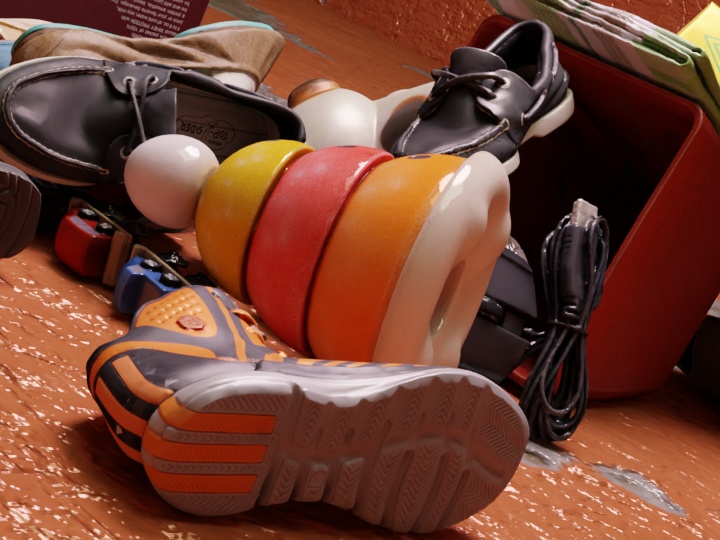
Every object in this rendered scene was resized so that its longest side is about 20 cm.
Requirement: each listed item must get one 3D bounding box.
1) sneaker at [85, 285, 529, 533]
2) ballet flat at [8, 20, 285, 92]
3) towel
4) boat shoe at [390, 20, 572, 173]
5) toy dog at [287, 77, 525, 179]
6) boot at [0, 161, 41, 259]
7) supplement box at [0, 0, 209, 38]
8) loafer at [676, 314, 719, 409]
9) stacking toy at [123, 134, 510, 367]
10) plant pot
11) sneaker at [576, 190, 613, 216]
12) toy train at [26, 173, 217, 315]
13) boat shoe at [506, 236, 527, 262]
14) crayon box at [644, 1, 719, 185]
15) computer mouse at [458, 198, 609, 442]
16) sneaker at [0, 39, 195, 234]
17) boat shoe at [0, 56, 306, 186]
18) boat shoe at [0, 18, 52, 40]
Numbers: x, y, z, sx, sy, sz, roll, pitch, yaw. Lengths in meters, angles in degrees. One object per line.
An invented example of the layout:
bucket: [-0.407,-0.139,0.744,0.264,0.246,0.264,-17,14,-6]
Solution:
sneaker: [-0.024,0.050,0.677,0.199,0.078,0.112,13,16,-39]
ballet flat: [-0.117,-0.109,0.966,0.199,0.068,0.073,-6,62,-46]
towel: [0.171,-0.138,1.054,0.200,0.031,0.149,34,-4,41]
boat shoe: [0.071,-0.100,0.934,0.074,0.067,0.199,9,26,33]
toy dog: [0.033,-0.083,1.225,0.198,0.141,0.194,0,-9,12]
boot: [-0.270,-0.078,0.805,0.164,0.066,0.200,23,11,-44]
supplement box: [-0.233,-0.240,1.264,0.196,0.201,0.133,12,16,-42]
loafer: [0.273,0.075,1.167,0.069,0.076,0.200,14,4,-14]
stacking toy: [-0.035,-0.021,0.817,0.199,0.147,0.146,23,11,13]
plant pot: [0.148,-0.022,1.091,0.199,0.201,0.176,34,3,43]
sneaker: [0.175,0.002,1.288,0.080,0.089,0.200,6,-14,9]
toy train: [-0.140,-0.015,0.855,0.046,0.034,0.200,7,19,-43]
boat shoe: [0.000,0.000,0.972,0.199,0.072,0.076,17,42,4]
crayon box: [0.276,-0.065,1.124,0.173,0.058,0.200,46,-18,19]
computer mouse: [0.043,0.007,0.899,0.198,0.140,0.053,14,-15,-3]
sneaker: [-0.186,-0.086,0.984,0.199,0.079,0.090,27,16,18]
boat shoe: [-0.113,-0.081,0.886,0.198,0.075,0.066,12,-14,-42]
boat shoe: [-0.258,-0.142,1.130,0.199,0.074,0.069,13,24,-29]
